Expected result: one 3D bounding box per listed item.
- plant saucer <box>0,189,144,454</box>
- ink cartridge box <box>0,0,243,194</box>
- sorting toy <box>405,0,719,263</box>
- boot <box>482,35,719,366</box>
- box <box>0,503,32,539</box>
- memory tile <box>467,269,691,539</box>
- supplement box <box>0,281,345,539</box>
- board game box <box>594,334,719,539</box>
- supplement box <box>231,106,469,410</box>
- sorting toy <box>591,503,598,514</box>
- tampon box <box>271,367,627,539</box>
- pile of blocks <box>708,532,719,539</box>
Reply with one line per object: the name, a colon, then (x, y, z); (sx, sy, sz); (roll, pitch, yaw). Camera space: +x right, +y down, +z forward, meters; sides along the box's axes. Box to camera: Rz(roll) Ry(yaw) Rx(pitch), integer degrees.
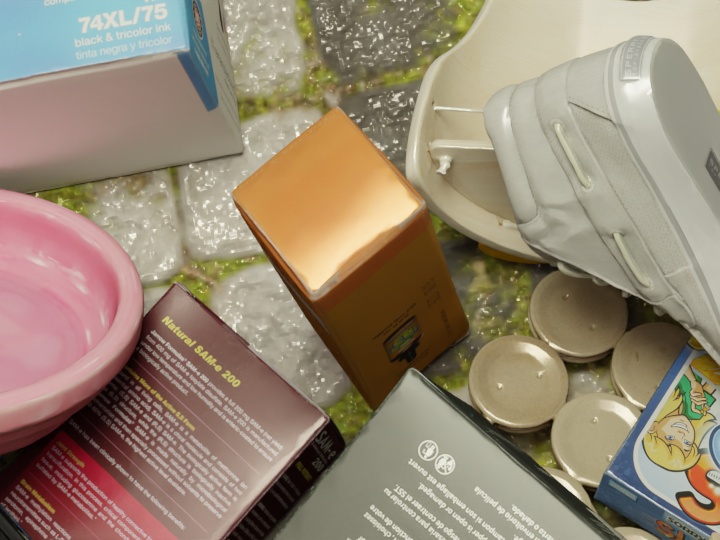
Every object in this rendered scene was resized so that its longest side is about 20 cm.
plant saucer: (-0.202, 0.028, 1.035); (0.199, 0.051, 0.201); (4, 32, -2)
ink cartridge box: (-0.152, -0.164, 1.107); (0.145, 0.147, 0.202); (-10, 73, 5)
sorting toy: (0.134, -0.099, 1.082); (0.198, 0.107, 0.182); (4, 67, 9)
boot: (0.133, -0.013, 0.987); (0.095, 0.201, 0.074); (-12, 29, 35)
box: (-0.239, 0.176, 1.005); (0.200, 0.050, 0.198); (-45, 57, -6)
memory tile: (0.135, 0.097, 1.041); (0.199, 0.017, 0.153); (35, 66, 15)
supplement box: (-0.113, 0.118, 1.063); (0.109, 0.061, 0.200); (40, 83, 18)
board game box: (0.228, 0.101, 1.015); (0.199, 0.035, 0.136); (30, 65, 12)
supplement box: (0.000, 0.000, 1.011); (0.066, 0.200, 0.069); (-39, 69, -5)
sorting toy: (0.070, 0.224, 1.021); (0.184, 0.037, 0.201); (-30, 72, -2)
tampon box: (0.018, 0.166, 0.939); (0.126, 0.150, 0.200); (40, 91, 15)
pile of blocks: (0.203, 0.173, 0.958); (0.081, 0.201, 0.062); (-17, 36, 11)
